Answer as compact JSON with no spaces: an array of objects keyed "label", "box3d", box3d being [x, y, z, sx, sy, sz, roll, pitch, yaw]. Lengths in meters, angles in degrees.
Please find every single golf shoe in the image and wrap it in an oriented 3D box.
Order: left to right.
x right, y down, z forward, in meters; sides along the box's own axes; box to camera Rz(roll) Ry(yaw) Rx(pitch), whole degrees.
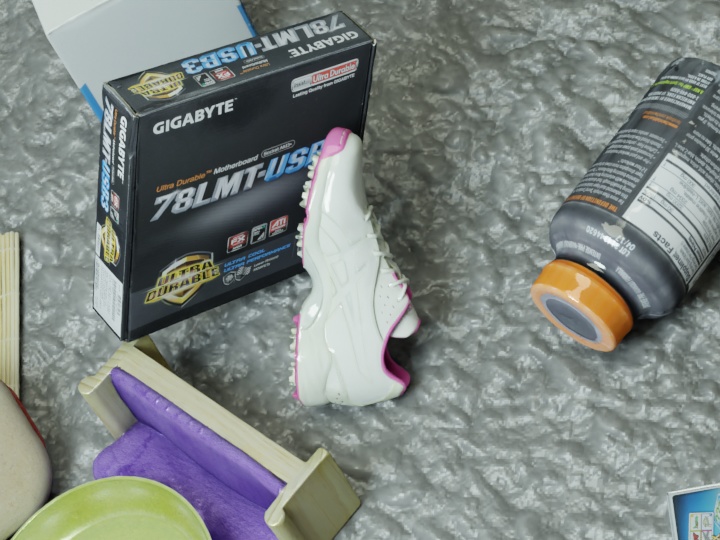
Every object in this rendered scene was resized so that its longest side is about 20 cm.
[{"label":"golf shoe","box3d":[0.000,0.000,1.598,0.091,0.201,0.075,6,18,8]}]

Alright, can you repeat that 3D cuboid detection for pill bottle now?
[{"label":"pill bottle","box3d":[0.200,-0.041,1.577,0.106,0.106,0.200,29,71,31]}]

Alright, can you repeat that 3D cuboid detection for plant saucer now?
[{"label":"plant saucer","box3d":[-0.175,0.238,1.559,0.199,0.031,0.201,-14,58,23]}]

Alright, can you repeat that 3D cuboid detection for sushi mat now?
[{"label":"sushi mat","box3d":[-0.302,0.062,1.743,0.095,0.012,0.201,-13,56,10]}]

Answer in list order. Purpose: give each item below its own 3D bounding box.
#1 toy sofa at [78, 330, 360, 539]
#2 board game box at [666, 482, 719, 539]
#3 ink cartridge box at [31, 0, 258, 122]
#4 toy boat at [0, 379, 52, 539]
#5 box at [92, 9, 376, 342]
[{"label":"toy sofa","box3d":[-0.107,0.134,1.587,0.200,0.083,0.098,31,72,32]},{"label":"board game box","box3d":[0.266,0.222,1.431,0.126,0.035,0.201,-11,56,12]},{"label":"ink cartridge box","box3d":[-0.188,-0.241,1.813,0.144,0.147,0.200,-27,54,1]},{"label":"toy boat","box3d":[-0.326,0.159,1.633,0.200,0.131,0.131,-33,7,-26]},{"label":"box","box3d":[-0.089,-0.066,1.595,0.199,0.199,0.050,-21,49,-31]}]
